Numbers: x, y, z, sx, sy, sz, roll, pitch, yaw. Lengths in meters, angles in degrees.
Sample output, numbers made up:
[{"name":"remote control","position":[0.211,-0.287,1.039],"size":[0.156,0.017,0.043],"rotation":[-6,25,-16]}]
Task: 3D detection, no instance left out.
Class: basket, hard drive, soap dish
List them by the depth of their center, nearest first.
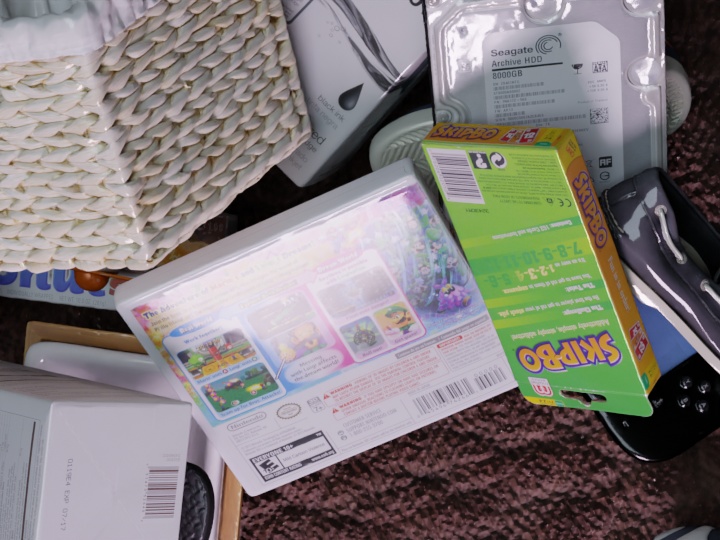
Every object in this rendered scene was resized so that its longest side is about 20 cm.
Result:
[{"name":"basket","position":[-0.162,-0.106,1.501],"size":[0.198,0.200,0.161],"rotation":[-2,115,33]},{"name":"hard drive","position":[0.110,-0.099,1.538],"size":[0.139,0.038,0.201],"rotation":[-6,126,-1]},{"name":"soap dish","position":[-0.147,0.140,1.711],"size":[0.157,0.081,0.201],"rotation":[7,96,16]}]

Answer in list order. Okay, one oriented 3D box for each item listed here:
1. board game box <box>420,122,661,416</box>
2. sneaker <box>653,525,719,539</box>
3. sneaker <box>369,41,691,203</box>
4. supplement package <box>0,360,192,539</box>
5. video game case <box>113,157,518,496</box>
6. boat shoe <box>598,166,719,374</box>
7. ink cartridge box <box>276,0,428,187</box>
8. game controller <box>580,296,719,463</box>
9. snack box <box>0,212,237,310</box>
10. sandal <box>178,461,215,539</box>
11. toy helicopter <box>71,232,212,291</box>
[{"name":"board game box","position":[0.110,0.001,1.538],"size":[0.095,0.030,0.200],"rotation":[5,129,37]},{"name":"sneaker","position":[0.248,0.256,1.601],"size":[0.129,0.079,0.200],"rotation":[-4,83,25]},{"name":"sneaker","position":[0.102,-0.100,1.612],"size":[0.199,0.085,0.075],"rotation":[-13,127,5]},{"name":"supplement package","position":[-0.212,0.119,1.601],"size":[0.200,0.109,0.114],"rotation":[10,94,45]},{"name":"video game case","position":[-0.020,0.038,1.595],"size":[0.199,0.024,0.182],"rotation":[-23,127,12]},{"name":"boat shoe","position":[0.219,0.013,1.559],"size":[0.200,0.073,0.063],"rotation":[38,116,-18]},{"name":"ink cartridge box","position":[-0.012,-0.174,1.581],"size":[0.146,0.086,0.200],"rotation":[44,115,4]},{"name":"game controller","position":[0.158,0.018,1.619],"size":[0.104,0.042,0.200],"rotation":[-32,83,-18]},{"name":"snack box","position":[-0.181,-0.012,1.739],"size":[0.199,0.024,0.072],"rotation":[7,95,16]},{"name":"sandal","position":[-0.139,0.198,1.655],"size":[0.075,0.045,0.201],"rotation":[30,117,19]},{"name":"toy helicopter","position":[-0.142,-0.027,1.658],"size":[0.200,0.079,0.133],"rotation":[46,110,42]}]
